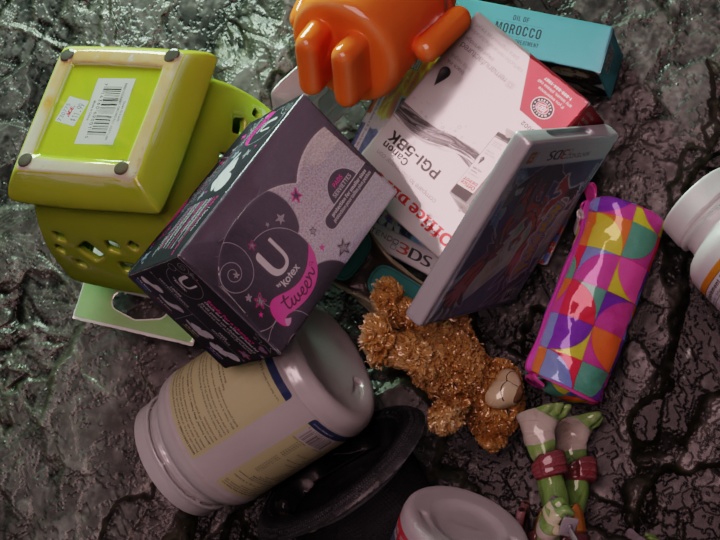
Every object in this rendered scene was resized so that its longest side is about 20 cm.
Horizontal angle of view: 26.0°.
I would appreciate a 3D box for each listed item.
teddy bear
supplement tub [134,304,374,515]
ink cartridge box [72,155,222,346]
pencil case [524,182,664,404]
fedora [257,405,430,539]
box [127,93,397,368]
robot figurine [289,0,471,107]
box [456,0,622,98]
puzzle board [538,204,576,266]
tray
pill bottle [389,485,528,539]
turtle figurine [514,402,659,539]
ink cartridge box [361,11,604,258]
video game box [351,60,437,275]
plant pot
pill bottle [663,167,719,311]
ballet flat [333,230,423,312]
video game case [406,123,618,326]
[{"bbox_3d":[0.080,0.083,1.444,0.200,0.145,0.067,46,122,-5],"label":"teddy bear"},{"bbox_3d":[-0.102,0.133,1.486,0.200,0.145,0.146,-33,69,21],"label":"supplement tub"},{"bbox_3d":[-0.201,-0.028,1.620,0.145,0.048,0.201,11,80,18],"label":"ink cartridge box"},{"bbox_3d":[0.217,0.025,1.471,0.088,0.088,0.201,16,80,19],"label":"pencil case"},{"bbox_3d":[0.001,0.215,1.461,0.200,0.201,0.092,-38,103,4],"label":"fedora"},{"bbox_3d":[-0.083,-0.033,1.382,0.132,0.115,0.200,44,63,-16],"label":"box"},{"bbox_3d":[0.013,-0.239,1.444,0.143,0.117,0.200,-14,31,50],"label":"robot figurine"},{"bbox_3d":[0.155,-0.224,1.551,0.199,0.082,0.049,15,82,19],"label":"box"},{"bbox_3d":[0.128,-0.110,1.564,0.199,0.017,0.151,24,84,19],"label":"puzzle board"},{"bbox_3d":[-0.009,-0.197,1.540,0.022,0.108,0.200,35,64,24],"label":"tray"},{"bbox_3d":[0.064,0.306,1.393,0.119,0.119,0.201,28,115,20],"label":"pill bottle"},{"bbox_3d":[0.214,0.215,1.395,0.143,0.200,0.195,1,69,-19],"label":"turtle figurine"},{"bbox_3d":[0.106,-0.114,1.464,0.147,0.083,0.200,41,97,18],"label":"ink cartridge box"},{"bbox_3d":[0.077,-0.100,1.540,0.182,0.047,0.201,27,92,18],"label":"video game box"},{"bbox_3d":[-0.209,-0.105,1.501,0.198,0.182,0.201,6,65,26],"label":"plant pot"},{"bbox_3d":[0.371,0.004,1.416,0.111,0.111,0.200,-42,69,3],"label":"pill bottle"},{"bbox_3d":[0.000,0.000,1.520,0.200,0.069,0.069,45,91,-4],"label":"ballet flat"},{"bbox_3d":[0.140,-0.043,1.413,0.023,0.182,0.201,41,117,22],"label":"video game case"}]
